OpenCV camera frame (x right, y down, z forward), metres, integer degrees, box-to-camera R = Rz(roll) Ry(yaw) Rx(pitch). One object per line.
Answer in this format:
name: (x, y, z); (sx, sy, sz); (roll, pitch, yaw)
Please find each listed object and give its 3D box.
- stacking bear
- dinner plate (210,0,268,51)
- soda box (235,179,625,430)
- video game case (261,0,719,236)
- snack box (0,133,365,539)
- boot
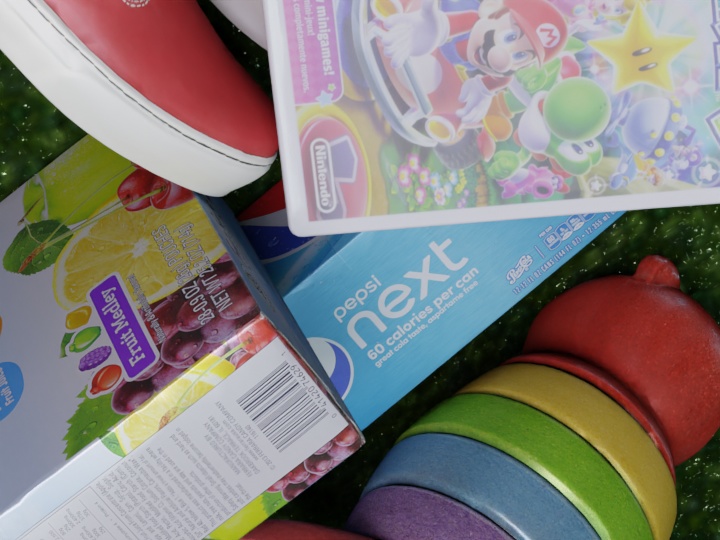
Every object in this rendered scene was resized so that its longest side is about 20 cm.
stacking bear: (0.064, 0.079, 0.900); (0.200, 0.113, 0.122); (-48, 124, -33)
dinner plate: (0.026, -0.150, 0.796); (0.199, 0.024, 0.202); (-1, 106, -2)
soda box: (0.000, 0.000, 0.882); (0.200, 0.064, 0.068); (-40, 124, 3)
video game case: (0.069, -0.086, 0.768); (0.198, 0.018, 0.144); (-5, 114, 4)
snack box: (-0.115, 0.055, 0.806); (0.200, 0.169, 0.068); (-39, 122, 2)
boot: (-0.064, -0.128, 0.765); (0.144, 0.073, 0.200); (-41, 112, 12)
